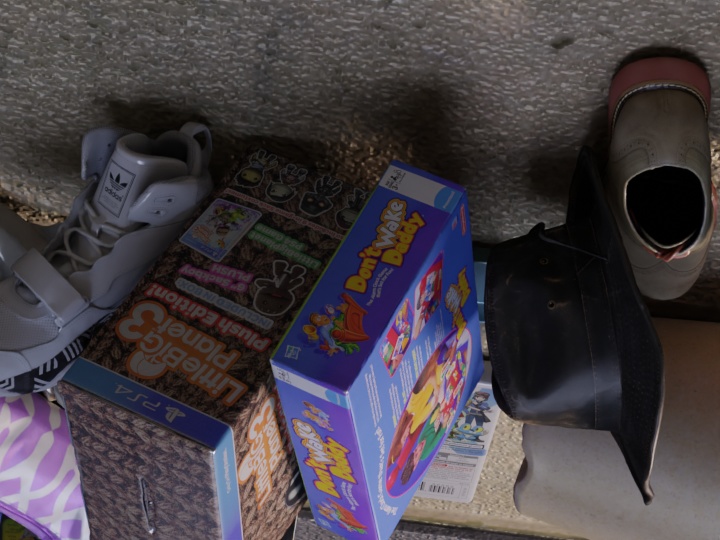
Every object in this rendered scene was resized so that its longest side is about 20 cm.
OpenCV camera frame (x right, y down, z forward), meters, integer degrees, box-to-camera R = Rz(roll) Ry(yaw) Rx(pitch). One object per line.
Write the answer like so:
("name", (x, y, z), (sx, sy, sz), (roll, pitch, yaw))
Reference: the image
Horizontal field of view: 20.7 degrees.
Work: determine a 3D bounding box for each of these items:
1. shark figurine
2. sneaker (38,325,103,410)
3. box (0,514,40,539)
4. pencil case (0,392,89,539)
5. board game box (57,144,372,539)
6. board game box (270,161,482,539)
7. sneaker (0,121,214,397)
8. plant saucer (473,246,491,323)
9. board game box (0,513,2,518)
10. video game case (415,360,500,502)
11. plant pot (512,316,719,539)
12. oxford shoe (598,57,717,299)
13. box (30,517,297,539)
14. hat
("shark figurine", (-0.207, -0.022, 1.202), (0.089, 0.128, 0.215), (-29, 120, 7))
("sneaker", (-0.217, 0.067, 1.301), (0.199, 0.091, 0.076), (1, 156, 11))
("box", (-0.219, 0.242, 1.626), (0.199, 0.035, 0.110), (4, 147, 5))
("pencil case", (-0.230, 0.107, 1.215), (0.200, 0.086, 0.084), (32, 145, -26))
("board game box", (-0.068, 0.060, 1.120), (0.097, 0.200, 0.160), (22, 143, 19))
("board game box", (0.015, 0.052, 1.092), (0.045, 0.135, 0.200), (23, 153, 19))
("sneaker", (-0.158, -0.012, 1.108), (0.075, 0.200, 0.115), (38, 139, 31))
("plant saucer", (0.000, 0.000, 1.228), (0.199, 0.019, 0.070), (6, 147, 1))
("board game box", (-0.328, 0.170, 1.442), (0.045, 0.135, 0.200), (-3, 146, 15))
("video game case", (-0.007, 0.104, 1.387), (0.199, 0.022, 0.182), (8, 148, -1))
("plant pot", (0.197, 0.108, 1.222), (0.183, 0.201, 0.201), (12, 149, 11))
("oxford shoe", (0.163, -0.030, 1.097), (0.070, 0.075, 0.200), (-3, 147, 11))
("box", (-0.150, 0.189, 1.467), (0.193, 0.048, 0.200), (8, 168, -4))
("hat", (0.107, 0.034, 1.081), (0.081, 0.201, 0.201), (-9, 147, -4))
